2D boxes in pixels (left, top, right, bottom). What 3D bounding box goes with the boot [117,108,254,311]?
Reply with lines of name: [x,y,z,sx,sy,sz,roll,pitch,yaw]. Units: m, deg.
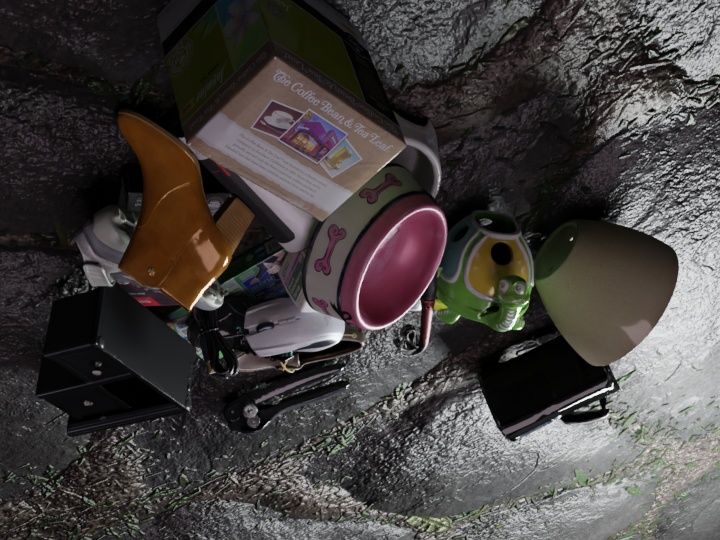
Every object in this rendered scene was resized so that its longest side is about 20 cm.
boot: [-0.225,-0.063,1.280,0.201,0.071,0.145,42,75,-14]

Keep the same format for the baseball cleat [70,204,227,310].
baseball cleat: [-0.252,-0.004,1.368,0.106,0.070,0.200,-30,129,23]

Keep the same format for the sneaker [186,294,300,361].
sneaker: [-0.129,0.077,1.531,0.196,0.080,0.076,-10,142,-11]

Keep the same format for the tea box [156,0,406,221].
tea box: [-0.082,-0.193,1.190,0.133,0.199,0.199,-39,137,23]

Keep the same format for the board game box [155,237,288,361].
board game box: [-0.157,0.042,1.562,0.198,0.029,0.135,-29,142,9]

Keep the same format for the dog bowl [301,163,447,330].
dog bowl: [0.025,-0.019,1.374,0.199,0.073,0.202,-36,144,-31]

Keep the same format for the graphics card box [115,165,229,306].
graphics card box: [-0.238,-0.038,1.416,0.123,0.051,0.202,-1,136,-23]

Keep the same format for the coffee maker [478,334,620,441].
coffee maker: [0.289,0.167,1.829,0.198,0.136,0.193,-27,138,10]

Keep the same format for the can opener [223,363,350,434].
can opener: [-0.112,0.186,1.737,0.197,0.079,0.064,-24,103,-1]

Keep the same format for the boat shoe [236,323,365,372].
boat shoe: [-0.091,0.107,1.641,0.196,0.060,0.072,-15,142,-7]

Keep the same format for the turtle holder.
turtle holder: [0.164,0.003,1.547,0.139,0.186,0.134,16,115,10]

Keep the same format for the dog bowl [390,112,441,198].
dog bowl: [0.010,-0.115,1.433,0.196,0.059,0.202,-13,140,-11]

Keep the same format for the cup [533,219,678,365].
cup: [0.326,0.010,1.637,0.142,0.202,0.201,33,121,-16]

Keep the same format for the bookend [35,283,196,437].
bookend: [-0.343,0.114,1.466,0.196,0.094,0.200,-13,145,22]

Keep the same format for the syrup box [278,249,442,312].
syrup box: [0.000,0.000,1.518,0.197,0.082,0.079,0,130,-37]

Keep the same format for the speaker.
speaker: [-0.118,-0.114,1.316,0.081,0.082,0.200,-33,122,16]

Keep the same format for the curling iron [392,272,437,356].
curling iron: [0.082,0.042,1.533,0.049,0.026,0.202,-15,138,-28]

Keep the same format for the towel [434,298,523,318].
towel: [0.136,0.051,1.674,0.197,0.018,0.085,12,173,-34]

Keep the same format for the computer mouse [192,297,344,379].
computer mouse: [-0.110,0.069,1.483,0.197,0.111,0.044,-9,162,-20]
